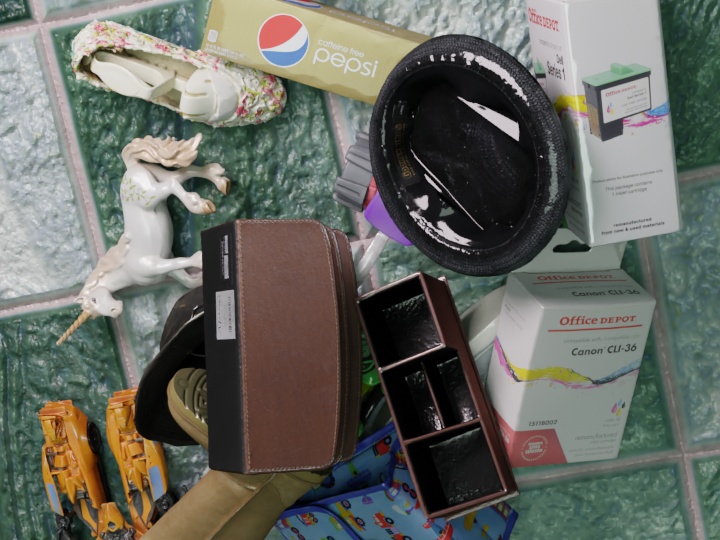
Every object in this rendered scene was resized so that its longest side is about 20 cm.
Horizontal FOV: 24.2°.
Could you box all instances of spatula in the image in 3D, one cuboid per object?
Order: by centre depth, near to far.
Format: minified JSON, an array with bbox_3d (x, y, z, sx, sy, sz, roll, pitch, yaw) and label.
[{"bbox_3d":[0.000,0.000,1.470,0.056,0.021,0.201,32,112,-8],"label":"spatula"}]

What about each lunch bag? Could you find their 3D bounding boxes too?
[{"bbox_3d":[0.017,0.238,1.536,0.151,0.094,0.199,44,133,-18],"label":"lunch bag"}]

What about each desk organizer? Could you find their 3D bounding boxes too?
[{"bbox_3d":[0.063,0.107,1.428,0.071,0.077,0.202,-22,78,14],"label":"desk organizer"}]

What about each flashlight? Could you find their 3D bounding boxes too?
[{"bbox_3d":[0.077,-0.055,1.470,0.198,0.068,0.068,24,66,6],"label":"flashlight"}]

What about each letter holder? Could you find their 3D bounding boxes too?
[{"bbox_3d":[-0.049,0.062,1.388,0.141,0.100,0.203,-1,86,-22],"label":"letter holder"}]

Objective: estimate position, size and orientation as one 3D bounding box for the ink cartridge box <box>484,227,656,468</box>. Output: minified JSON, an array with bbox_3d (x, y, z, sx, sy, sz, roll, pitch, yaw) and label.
[{"bbox_3d":[0.180,0.066,1.451,0.115,0.068,0.202,-3,118,-23],"label":"ink cartridge box"}]

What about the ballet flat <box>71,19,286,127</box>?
[{"bbox_3d":[-0.166,-0.163,1.480,0.198,0.064,0.076,15,123,4],"label":"ballet flat"}]

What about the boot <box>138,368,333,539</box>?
[{"bbox_3d":[-0.142,0.197,1.496,0.174,0.066,0.200,34,123,-15],"label":"boot"}]

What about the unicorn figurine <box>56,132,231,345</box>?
[{"bbox_3d":[-0.189,-0.026,1.523,0.136,0.074,0.203,6,91,15],"label":"unicorn figurine"}]

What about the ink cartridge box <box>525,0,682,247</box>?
[{"bbox_3d":[0.199,-0.136,1.389,0.083,0.145,0.202,-9,103,-5],"label":"ink cartridge box"}]

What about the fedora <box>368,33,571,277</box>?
[{"bbox_3d":[0.104,-0.097,1.380,0.199,0.091,0.203,7,102,35],"label":"fedora"}]

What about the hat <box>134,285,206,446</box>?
[{"bbox_3d":[-0.135,0.065,1.512,0.201,0.200,0.081,-47,58,16],"label":"hat"}]

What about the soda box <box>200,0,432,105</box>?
[{"bbox_3d":[-0.032,-0.194,1.452,0.198,0.068,0.065,17,106,3],"label":"soda box"}]

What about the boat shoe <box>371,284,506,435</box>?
[{"bbox_3d":[0.096,0.097,1.516,0.071,0.070,0.201,37,110,-14],"label":"boat shoe"}]

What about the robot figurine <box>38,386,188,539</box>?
[{"bbox_3d":[-0.235,0.217,1.591,0.143,0.058,0.202,-11,102,11],"label":"robot figurine"}]

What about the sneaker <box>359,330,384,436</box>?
[{"bbox_3d":[-0.046,0.136,1.519,0.078,0.085,0.200,30,110,-33],"label":"sneaker"}]
